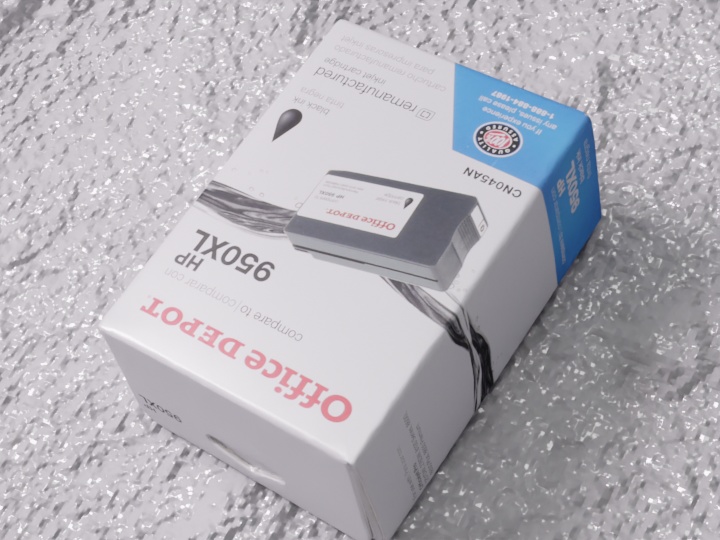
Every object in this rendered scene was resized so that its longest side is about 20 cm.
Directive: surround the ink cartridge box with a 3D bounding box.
[{"bbox_3d":[0.000,0.000,0.696,0.144,0.084,0.201,24,65,25],"label":"ink cartridge box"}]
